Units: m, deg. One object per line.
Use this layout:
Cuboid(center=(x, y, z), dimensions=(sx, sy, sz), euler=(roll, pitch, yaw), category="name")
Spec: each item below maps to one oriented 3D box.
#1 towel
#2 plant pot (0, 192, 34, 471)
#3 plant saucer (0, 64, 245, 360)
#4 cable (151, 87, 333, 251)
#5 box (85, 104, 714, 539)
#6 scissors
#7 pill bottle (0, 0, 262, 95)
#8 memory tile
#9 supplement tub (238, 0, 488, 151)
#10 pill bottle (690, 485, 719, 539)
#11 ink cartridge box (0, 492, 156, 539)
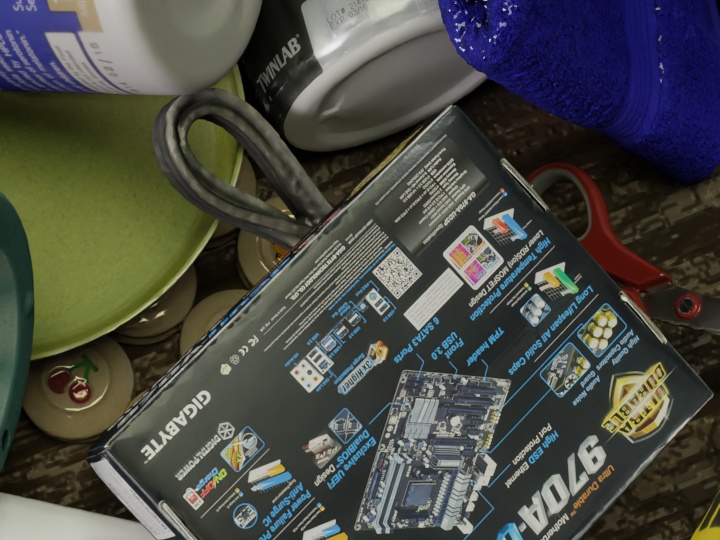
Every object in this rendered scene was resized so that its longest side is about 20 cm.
Cuboid(center=(0.095, -0.129, 1.050), dimensions=(0.049, 0.199, 0.149), euler=(-21, 67, 29), category="towel")
Cuboid(center=(-0.230, 0.023, 0.943), dimensions=(0.186, 0.200, 0.202), euler=(8, 69, 12), category="plant pot")
Cuboid(center=(-0.143, -0.047, 1.064), dimensions=(0.198, 0.031, 0.202), euler=(-4, 64, 8), category="plant saucer")
Cuboid(center=(0.000, 0.000, 1.022), dimensions=(0.097, 0.050, 0.201), euler=(-38, 107, -23), category="cable")
Cuboid(center=(0.017, 0.059, 0.980), dimensions=(0.159, 0.046, 0.200), euler=(47, 73, -6), category="box")
Cuboid(center=(0.123, 0.019, 1.033), dimensions=(0.200, 0.014, 0.073), euler=(33, 88, 36), category="scissors")
Cuboid(center=(-0.149, -0.133, 1.015), dimensions=(0.199, 0.120, 0.121), euler=(3, 66, 28), category="pill bottle")
Cuboid(center=(-0.074, 0.019, 1.070), dimensions=(0.199, 0.017, 0.154), euler=(30, 70, 8), category="memory tile")
Cuboid(center=(-0.021, -0.164, 1.085), dimensions=(0.122, 0.123, 0.201), euler=(-21, 73, -11), category="supplement tub")
Cuboid(center=(0.200, 0.102, 1.005), dimensions=(0.114, 0.114, 0.201), euler=(29, 70, 7), category="pill bottle")
Cuboid(center=(-0.096, 0.157, 0.994), dimensions=(0.198, 0.059, 0.105), euler=(13, 68, 1), category="ink cartridge box")
